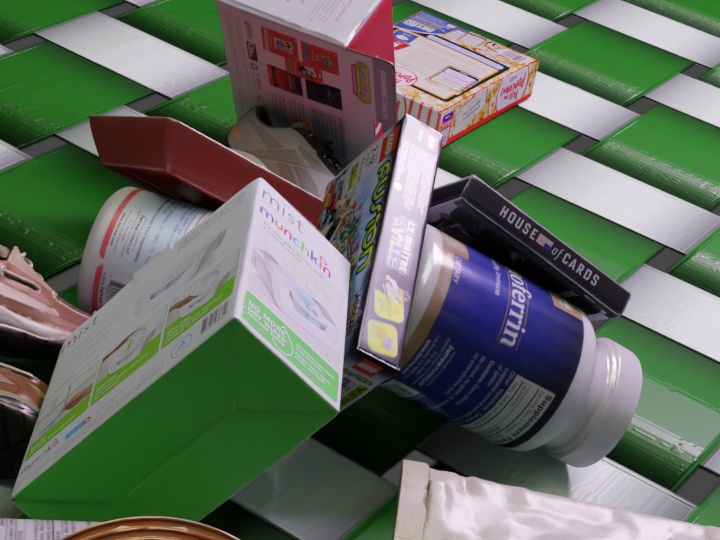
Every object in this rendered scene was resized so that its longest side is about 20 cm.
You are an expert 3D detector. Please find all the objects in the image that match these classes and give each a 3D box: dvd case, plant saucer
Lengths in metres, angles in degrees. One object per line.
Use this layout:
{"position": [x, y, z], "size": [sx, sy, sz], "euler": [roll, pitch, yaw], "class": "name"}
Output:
{"position": [0.096, -0.007, 1.270], "size": [0.150, 0.025, 0.200], "euler": [35, -16, -14], "class": "dvd case"}
{"position": [-0.108, -0.062, 1.333], "size": [0.199, 0.037, 0.199], "euler": [29, -8, -27], "class": "plant saucer"}

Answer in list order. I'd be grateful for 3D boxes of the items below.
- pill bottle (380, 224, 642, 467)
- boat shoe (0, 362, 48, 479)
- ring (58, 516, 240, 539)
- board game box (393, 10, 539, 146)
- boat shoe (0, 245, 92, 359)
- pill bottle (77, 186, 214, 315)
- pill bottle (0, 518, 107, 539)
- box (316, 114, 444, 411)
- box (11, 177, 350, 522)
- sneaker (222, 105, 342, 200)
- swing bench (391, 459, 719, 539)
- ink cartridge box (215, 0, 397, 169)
{"position": [0.095, 0.058, 1.197], "size": [0.199, 0.116, 0.116], "euler": [28, 25, -20], "class": "pill bottle"}
{"position": [-0.299, 0.082, 1.134], "size": [0.198, 0.076, 0.074], "euler": [19, 27, -2], "class": "boat shoe"}
{"position": [-0.111, 0.229, 0.873], "size": [0.199, 0.202, 0.019], "euler": [3, -12, -13], "class": "ring"}
{"position": [0.069, -0.198, 1.731], "size": [0.151, 0.047, 0.200], "euler": [27, 34, 25], "class": "board game box"}
{"position": [-0.249, 0.016, 1.177], "size": [0.075, 0.072, 0.200], "euler": [-8, -18, 33], "class": "boat shoe"}
{"position": [-0.102, 0.014, 1.263], "size": [0.198, 0.109, 0.109], "euler": [17, 31, 8], "class": "pill bottle"}
{"position": [-0.186, 0.195, 0.931], "size": [0.198, 0.114, 0.114], "euler": [4, 31, -12], "class": "pill bottle"}
{"position": [0.000, 0.000, 1.159], "size": [0.035, 0.110, 0.201], "euler": [28, 51, -20], "class": "box"}
{"position": [-0.111, 0.065, 1.075], "size": [0.097, 0.200, 0.177], "euler": [43, 22, -20], "class": "box"}
{"position": [-0.041, -0.081, 1.450], "size": [0.199, 0.080, 0.074], "euler": [29, -3, 25], "class": "sneaker"}
{"position": [0.098, 0.226, 0.885], "size": [0.197, 0.201, 0.130], "euler": [11, 30, 1], "class": "swing bench"}
{"position": [-0.024, -0.167, 1.489], "size": [0.175, 0.201, 0.084], "euler": [23, 59, 19], "class": "ink cartridge box"}
